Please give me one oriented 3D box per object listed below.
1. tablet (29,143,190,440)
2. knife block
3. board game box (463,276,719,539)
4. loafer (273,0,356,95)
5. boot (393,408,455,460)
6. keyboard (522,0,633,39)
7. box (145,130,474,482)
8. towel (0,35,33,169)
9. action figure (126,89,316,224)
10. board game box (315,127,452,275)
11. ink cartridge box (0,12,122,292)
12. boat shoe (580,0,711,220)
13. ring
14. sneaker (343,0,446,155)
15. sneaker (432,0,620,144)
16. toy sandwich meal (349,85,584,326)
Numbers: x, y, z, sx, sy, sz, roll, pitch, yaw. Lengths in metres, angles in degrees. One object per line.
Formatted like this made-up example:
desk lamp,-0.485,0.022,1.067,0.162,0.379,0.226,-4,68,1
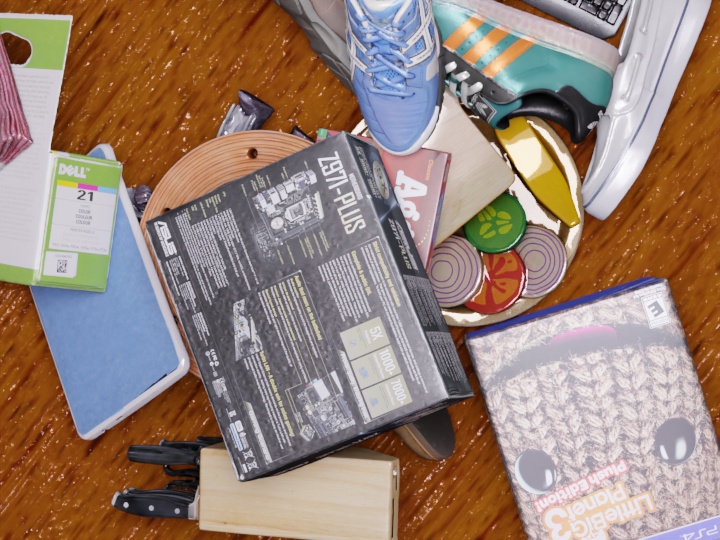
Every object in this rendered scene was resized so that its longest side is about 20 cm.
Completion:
tablet,-0.205,0.017,1.194,0.130,0.014,0.200,-35,67,31
knife block,-0.086,0.165,1.168,0.175,0.200,0.064,0,91,-26
board game box,0.184,0.122,1.185,0.159,0.097,0.200,-18,90,4
loafer,-0.029,-0.214,1.173,0.063,0.072,0.200,-47,129,-8
boot,-0.004,0.078,1.220,0.075,0.074,0.200,-41,85,24
keyboard,0.133,-0.270,1.209,0.200,0.040,0.104,27,93,2
box,-0.036,0.027,1.091,0.164,0.086,0.200,-24,80,14
towel,-0.337,-0.109,1.186,0.200,0.023,0.144,-34,65,30
action figure,-0.122,-0.043,1.216,0.130,0.069,0.200,35,96,-3
board game box,0.000,0.000,1.163,0.103,0.019,0.200,12,96,12
ink cartridge box,-0.257,-0.092,1.186,0.148,0.076,0.200,9,91,38
boat shoe,0.204,-0.139,1.193,0.065,0.074,0.200,24,81,-4
ring,-0.075,-0.005,1.163,0.200,0.019,0.201,1,93,14
sneaker,0.016,-0.173,1.083,0.076,0.077,0.200,3,116,18
sneaker,0.089,-0.152,1.140,0.200,0.071,0.080,16,80,1
toy sandwich meal,0.079,-0.054,1.201,0.205,0.070,0.205,0,91,4
